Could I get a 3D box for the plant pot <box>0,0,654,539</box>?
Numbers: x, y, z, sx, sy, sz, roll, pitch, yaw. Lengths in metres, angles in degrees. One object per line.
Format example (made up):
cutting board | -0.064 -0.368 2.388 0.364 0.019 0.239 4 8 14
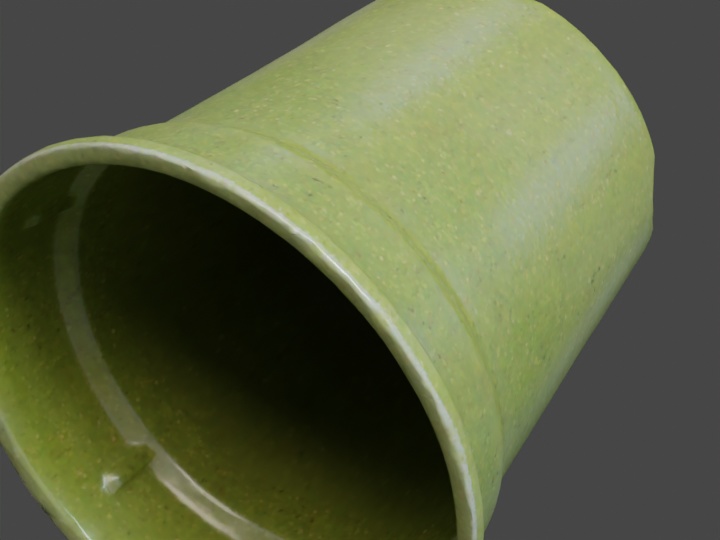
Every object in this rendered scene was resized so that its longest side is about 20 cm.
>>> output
plant pot | 0.000 0.000 0.918 0.200 0.201 0.184 29 47 19
